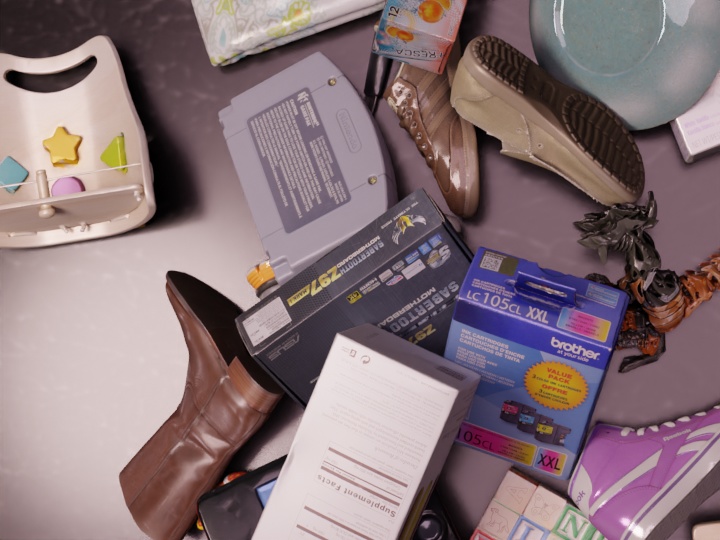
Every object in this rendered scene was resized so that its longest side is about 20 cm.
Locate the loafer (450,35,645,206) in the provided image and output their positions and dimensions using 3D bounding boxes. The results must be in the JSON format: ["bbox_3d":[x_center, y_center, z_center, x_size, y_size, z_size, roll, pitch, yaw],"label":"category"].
[{"bbox_3d":[0.160,-0.122,1.426,0.200,0.076,0.068,39,136,-8],"label":"loafer"}]

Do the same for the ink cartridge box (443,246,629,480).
[{"bbox_3d":[0.141,0.068,1.390,0.135,0.077,0.201,18,132,9],"label":"ink cartridge box"}]

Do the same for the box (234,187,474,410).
[{"bbox_3d":[0.013,0.039,1.427,0.199,0.158,0.051,-34,51,5],"label":"box"}]

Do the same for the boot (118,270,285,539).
[{"bbox_3d":[-0.171,0.127,1.498,0.201,0.064,0.187,-55,50,21],"label":"boot"}]

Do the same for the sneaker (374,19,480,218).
[{"bbox_3d":[0.060,-0.139,1.473,0.075,0.070,0.202,-8,75,0],"label":"sneaker"}]

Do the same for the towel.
[{"bbox_3d":[-0.069,-0.299,1.508,0.199,0.048,0.173,-18,82,10],"label":"towel"}]

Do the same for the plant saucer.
[{"bbox_3d":[0.221,-0.220,1.421,0.200,0.039,0.203,7,101,37],"label":"plant saucer"}]

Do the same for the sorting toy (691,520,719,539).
[{"bbox_3d":[0.392,0.301,1.401,0.198,0.070,0.201,-8,86,7],"label":"sorting toy"}]

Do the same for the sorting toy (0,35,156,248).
[{"bbox_3d":[-0.278,-0.122,1.512,0.198,0.107,0.182,-8,78,8],"label":"sorting toy"}]

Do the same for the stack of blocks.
[{"bbox_3d":[0.189,0.270,1.437,0.199,0.059,0.116,30,91,9],"label":"stack of blocks"}]

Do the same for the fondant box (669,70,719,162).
[{"bbox_3d":[0.318,-0.214,1.446,0.143,0.058,0.201,-21,83,7],"label":"fondant box"}]

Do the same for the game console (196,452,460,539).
[{"bbox_3d":[-0.022,0.234,1.420,0.199,0.031,0.178,-25,77,-2],"label":"game console"}]

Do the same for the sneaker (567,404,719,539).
[{"bbox_3d":[0.263,0.145,1.419,0.200,0.073,0.114,-36,56,-20],"label":"sneaker"}]

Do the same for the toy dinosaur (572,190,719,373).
[{"bbox_3d":[0.245,0.011,1.443,0.199,0.102,0.136,-29,99,-12],"label":"toy dinosaur"}]

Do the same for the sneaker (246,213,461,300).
[{"bbox_3d":[0.000,0.000,1.475,0.199,0.078,0.078,-20,88,15],"label":"sneaker"}]

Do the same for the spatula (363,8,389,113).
[{"bbox_3d":[0.003,-0.146,1.504,0.056,0.021,0.202,12,83,29],"label":"spatula"}]

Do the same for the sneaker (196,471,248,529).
[{"bbox_3d":[-0.060,0.267,1.478,0.200,0.073,0.077,43,113,13],"label":"sneaker"}]

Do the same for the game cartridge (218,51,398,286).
[{"bbox_3d":[-0.042,-0.094,1.462,0.132,0.042,0.201,-25,57,6],"label":"game cartridge"}]

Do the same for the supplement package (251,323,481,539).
[{"bbox_3d":[0.004,0.159,1.341,0.109,0.114,0.201,24,98,12],"label":"supplement package"}]

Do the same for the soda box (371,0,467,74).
[{"bbox_3d":[0.070,-0.276,1.445,0.068,0.064,0.201,18,67,-2],"label":"soda box"}]
